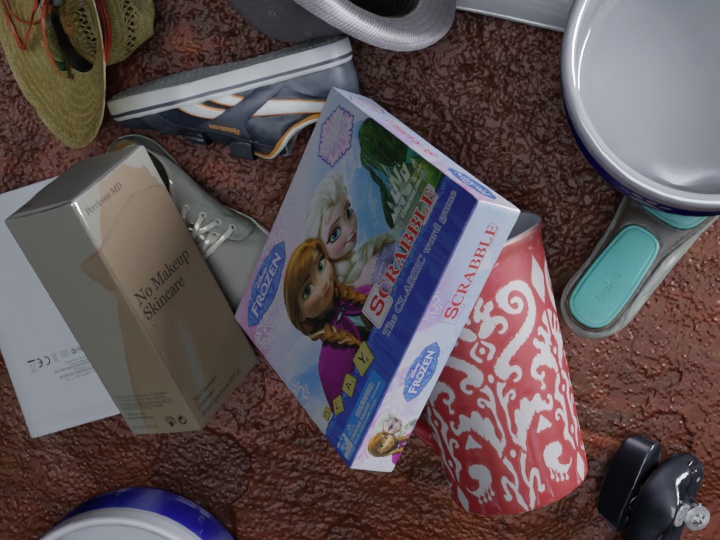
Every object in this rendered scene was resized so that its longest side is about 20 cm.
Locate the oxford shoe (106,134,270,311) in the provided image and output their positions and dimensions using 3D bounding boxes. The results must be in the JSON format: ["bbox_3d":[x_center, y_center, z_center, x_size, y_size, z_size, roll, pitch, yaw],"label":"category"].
[{"bbox_3d":[-0.130,-0.030,0.890,0.200,0.058,0.075,43,99,-3],"label":"oxford shoe"}]

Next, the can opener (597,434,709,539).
[{"bbox_3d":[0.225,0.234,0.899,0.063,0.079,0.201,3,105,-34],"label":"can opener"}]

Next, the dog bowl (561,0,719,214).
[{"bbox_3d":[0.239,-0.140,0.771,0.198,0.079,0.202,-1,87,9],"label":"dog bowl"}]

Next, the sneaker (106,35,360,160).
[{"bbox_3d":[-0.097,-0.121,0.862,0.199,0.079,0.080,-9,110,15],"label":"sneaker"}]

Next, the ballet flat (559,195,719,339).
[{"bbox_3d":[0.223,-0.032,0.851,0.067,0.064,0.200,40,95,15],"label":"ballet flat"}]

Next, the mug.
[{"bbox_3d":[0.087,0.070,0.867,0.133,0.177,0.201,-23,102,-28],"label":"mug"}]

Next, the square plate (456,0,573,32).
[{"bbox_3d":[0.096,-0.293,0.840,0.198,0.028,0.200,12,99,4],"label":"square plate"}]

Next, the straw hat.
[{"bbox_3d":[-0.205,-0.198,0.850,0.085,0.201,0.202,-20,98,-34],"label":"straw hat"}]

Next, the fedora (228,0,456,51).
[{"bbox_3d":[-0.033,-0.220,0.784,0.090,0.199,0.178,-27,65,40],"label":"fedora"}]

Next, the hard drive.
[{"bbox_3d":[-0.243,0.026,0.925,0.131,0.026,0.201,-16,96,8],"label":"hard drive"}]

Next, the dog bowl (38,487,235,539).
[{"bbox_3d":[-0.191,0.288,0.933,0.198,0.079,0.202,1,98,6],"label":"dog bowl"}]

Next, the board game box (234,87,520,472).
[{"bbox_3d":[0.000,0.000,0.783,0.041,0.199,0.201,12,110,-37],"label":"board game box"}]

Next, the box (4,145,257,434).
[{"bbox_3d":[-0.169,0.017,0.846,0.077,0.095,0.201,-8,119,35],"label":"box"}]
